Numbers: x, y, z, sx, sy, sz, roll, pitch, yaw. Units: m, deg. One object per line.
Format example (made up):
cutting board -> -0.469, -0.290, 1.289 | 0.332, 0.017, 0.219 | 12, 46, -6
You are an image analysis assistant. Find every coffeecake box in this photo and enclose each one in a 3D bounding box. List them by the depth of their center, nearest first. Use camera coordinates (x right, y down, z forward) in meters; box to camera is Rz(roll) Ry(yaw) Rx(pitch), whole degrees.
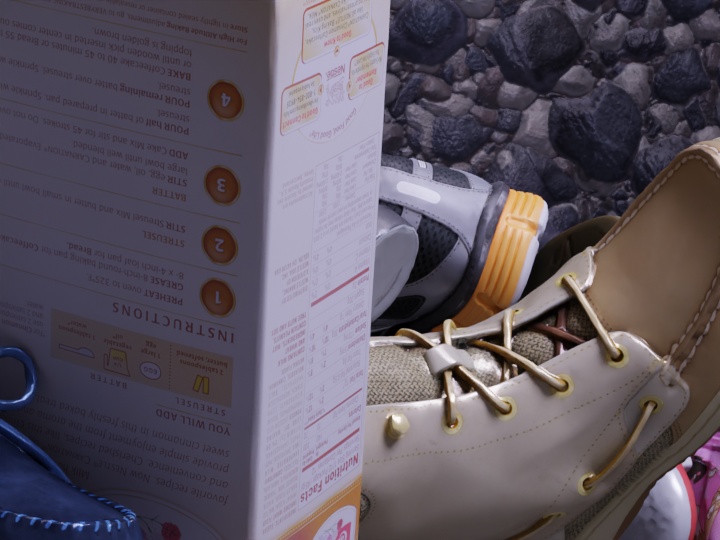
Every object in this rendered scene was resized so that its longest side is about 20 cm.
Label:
coffeecake box -> -0.077, -0.009, 0.863 | 0.153, 0.201, 0.073 | 15, 23, 26

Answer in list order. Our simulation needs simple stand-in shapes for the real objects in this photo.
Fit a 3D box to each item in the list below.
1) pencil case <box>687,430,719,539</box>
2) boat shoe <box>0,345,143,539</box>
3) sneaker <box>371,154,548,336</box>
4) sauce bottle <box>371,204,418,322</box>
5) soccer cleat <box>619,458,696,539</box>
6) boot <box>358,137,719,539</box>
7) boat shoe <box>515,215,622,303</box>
pencil case -> 0.137, 0.092, 1.150 | 0.086, 0.083, 0.200 | 15, 3, -23
boat shoe -> -0.150, 0.047, 0.834 | 0.199, 0.069, 0.084 | 15, 4, 25
sneaker -> 0.000, 0.000, 1.145 | 0.077, 0.079, 0.200 | 25, -29, -17
sauce bottle -> -0.067, -0.048, 0.931 | 0.200, 0.065, 0.065 | 36, 12, 24
soccer cleat -> 0.053, 0.087, 1.109 | 0.085, 0.069, 0.200 | 1, 6, -33
boot -> 0.042, 0.031, 0.943 | 0.155, 0.200, 0.073 | 10, 37, -36
boat shoe -> 0.081, 0.026, 1.112 | 0.066, 0.072, 0.201 | 26, -16, -15
